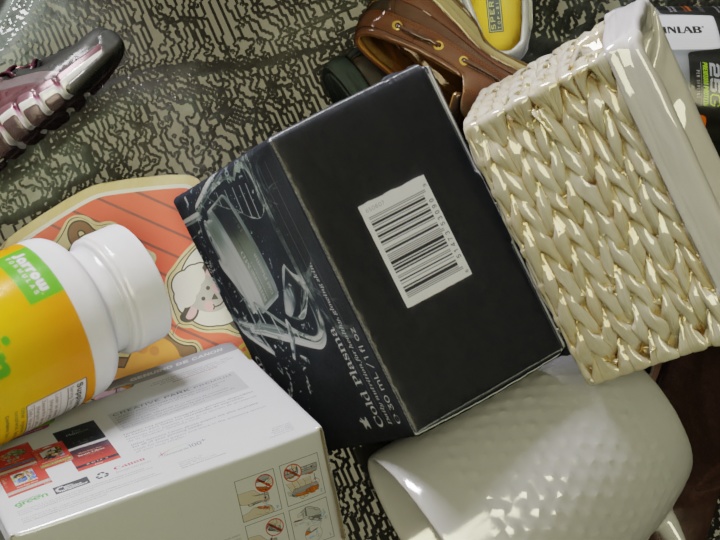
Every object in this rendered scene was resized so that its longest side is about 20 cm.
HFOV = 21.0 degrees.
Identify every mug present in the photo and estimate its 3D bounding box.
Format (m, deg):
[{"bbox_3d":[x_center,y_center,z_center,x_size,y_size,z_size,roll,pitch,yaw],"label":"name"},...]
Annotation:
[{"bbox_3d":[0.130,0.157,1.237,0.175,0.148,0.200,-31,86,-12],"label":"mug"}]

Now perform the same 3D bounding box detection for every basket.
[{"bbox_3d":[0.159,-0.046,1.191,0.123,0.136,0.200,-23,102,16],"label":"basket"}]

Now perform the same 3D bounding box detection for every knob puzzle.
[{"bbox_3d":[-0.155,0.026,1.323,0.219,0.030,0.220,0,91,-4],"label":"knob puzzle"}]

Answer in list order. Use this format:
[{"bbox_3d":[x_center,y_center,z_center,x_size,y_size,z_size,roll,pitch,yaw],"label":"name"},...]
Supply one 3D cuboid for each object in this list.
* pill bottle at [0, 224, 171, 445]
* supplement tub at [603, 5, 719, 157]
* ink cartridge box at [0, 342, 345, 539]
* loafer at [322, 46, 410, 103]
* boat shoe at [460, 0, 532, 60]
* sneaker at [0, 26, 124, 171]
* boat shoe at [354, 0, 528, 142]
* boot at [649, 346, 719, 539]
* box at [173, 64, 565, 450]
[{"bbox_3d":[-0.224,0.047,1.224,0.200,0.111,0.111,-27,93,-28],"label":"pill bottle"},{"bbox_3d":[0.263,-0.117,1.305,0.199,0.123,0.123,-1,91,-4],"label":"supplement tub"},{"bbox_3d":[-0.136,0.135,1.227,0.200,0.176,0.084,-18,112,-16],"label":"ink cartridge box"},{"bbox_3d":[0.052,-0.071,1.319,0.063,0.072,0.200,-33,89,-14],"label":"loafer"},{"bbox_3d":[0.080,-0.238,1.309,0.074,0.086,0.203,-7,91,-4],"label":"boat shoe"},{"bbox_3d":[-0.263,-0.125,1.293,0.200,0.076,0.116,-39,90,-2],"label":"sneaker"},{"bbox_3d":[0.077,-0.109,1.284,0.200,0.072,0.068,42,53,2],"label":"boat shoe"},{"bbox_3d":[0.233,0.109,1.279,0.072,0.166,0.201,6,89,-13],"label":"boot"},{"bbox_3d":[0.000,0.000,1.238,0.124,0.197,0.200,-27,92,-23],"label":"box"}]
